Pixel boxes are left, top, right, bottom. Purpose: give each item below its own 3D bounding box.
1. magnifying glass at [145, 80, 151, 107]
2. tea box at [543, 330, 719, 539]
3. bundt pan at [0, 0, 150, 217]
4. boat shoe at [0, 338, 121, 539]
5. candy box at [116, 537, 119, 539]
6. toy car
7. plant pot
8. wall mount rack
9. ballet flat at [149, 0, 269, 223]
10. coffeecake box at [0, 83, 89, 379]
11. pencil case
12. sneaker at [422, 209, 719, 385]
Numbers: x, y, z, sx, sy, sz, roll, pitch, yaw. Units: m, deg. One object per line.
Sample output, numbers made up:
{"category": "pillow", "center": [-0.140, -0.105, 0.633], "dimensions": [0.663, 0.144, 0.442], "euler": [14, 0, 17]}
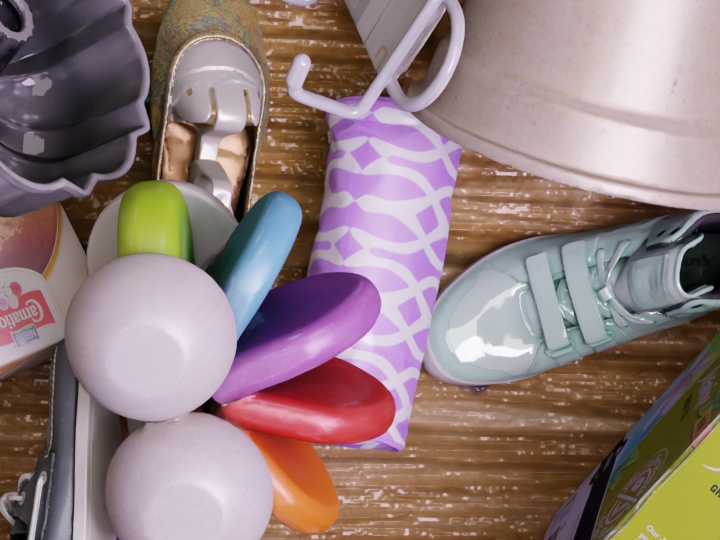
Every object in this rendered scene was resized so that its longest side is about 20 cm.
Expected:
{"category": "magnifying glass", "center": [-0.094, -0.188, 1.536], "dimensions": [0.079, 0.022, 0.201], "euler": [13, 84, -6]}
{"category": "tea box", "center": [0.193, 0.136, 1.413], "dimensions": [0.133, 0.200, 0.197], "euler": [41, 108, -2]}
{"category": "bundt pan", "center": [-0.202, -0.115, 1.395], "dimensions": [0.076, 0.202, 0.203], "euler": [-27, 87, 33]}
{"category": "boat shoe", "center": [-0.157, 0.124, 1.387], "dimensions": [0.061, 0.073, 0.201], "euler": [-5, 67, 9]}
{"category": "candy box", "center": [-0.154, 0.239, 1.403], "dimensions": [0.199, 0.077, 0.169], "euler": [-28, 58, -18]}
{"category": "toy car", "center": [-0.059, 0.046, 1.375], "dimensions": [0.149, 0.175, 0.201], "euler": [-11, 108, 5]}
{"category": "plant pot", "center": [0.142, -0.152, 1.442], "dimensions": [0.199, 0.201, 0.185], "euler": [13, 106, -6]}
{"category": "wall mount rack", "center": [0.008, -0.184, 1.450], "dimensions": [0.074, 0.200, 0.174], "euler": [18, 119, -29]}
{"category": "ballet flat", "center": [-0.082, -0.061, 1.486], "dimensions": [0.070, 0.071, 0.202], "euler": [8, 90, -7]}
{"category": "coffeecake box", "center": [-0.236, -0.033, 1.428], "dimensions": [0.073, 0.153, 0.201], "euler": [-28, 88, 34]}
{"category": "pencil case", "center": [0.000, 0.000, 1.497], "dimensions": [0.085, 0.084, 0.202], "euler": [6, 79, 28]}
{"category": "sneaker", "center": [0.128, 0.007, 1.493], "dimensions": [0.199, 0.118, 0.074], "euler": [-19, 88, -8]}
